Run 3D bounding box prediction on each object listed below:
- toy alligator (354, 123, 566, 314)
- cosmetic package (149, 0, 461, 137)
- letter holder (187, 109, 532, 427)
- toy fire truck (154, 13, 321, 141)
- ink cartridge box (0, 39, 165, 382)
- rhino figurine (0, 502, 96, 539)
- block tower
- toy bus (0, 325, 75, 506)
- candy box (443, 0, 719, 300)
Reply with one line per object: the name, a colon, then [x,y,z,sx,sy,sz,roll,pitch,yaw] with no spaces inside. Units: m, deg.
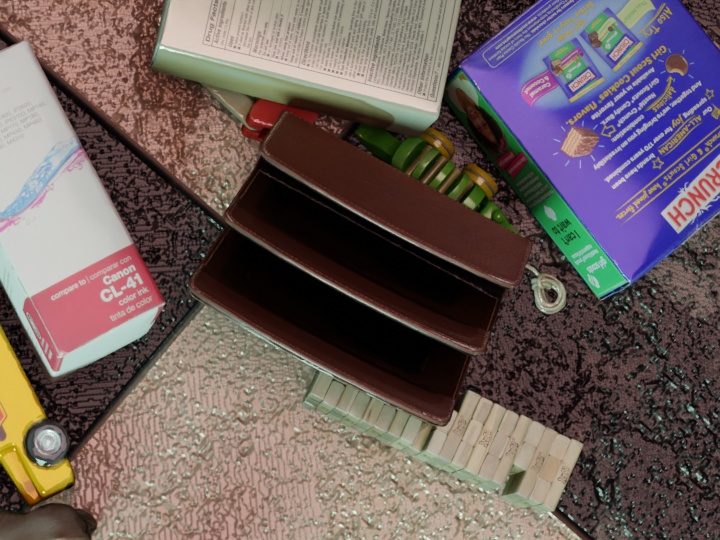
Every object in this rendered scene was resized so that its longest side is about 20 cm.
toy alligator: [0.078,-0.043,1.509,0.200,0.054,0.059,41,78,-1]
cosmetic package: [-0.037,-0.168,1.450,0.199,0.071,0.106,15,79,-9]
letter holder: [0.000,0.000,1.424,0.199,0.142,0.101,28,116,0]
toy fire truck: [-0.101,-0.191,1.505,0.199,0.049,0.142,29,77,-4]
ink cartridge box: [-0.216,-0.037,1.412,0.085,0.148,0.201,-26,87,-12]
rhino figurine: [-0.271,0.196,1.396,0.199,0.087,0.060,-10,82,-11]
block tower: [0.052,0.106,1.482,0.199,0.054,0.058,27,77,-4]
toy bus: [-0.266,0.070,1.428,0.078,0.065,0.201,-27,86,-12]
candy box: [0.185,-0.110,1.526,0.169,0.077,0.200,-38,88,-14]
